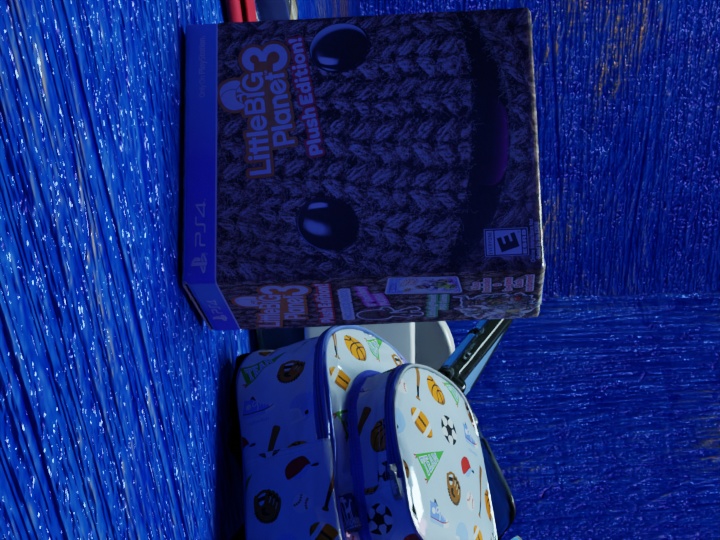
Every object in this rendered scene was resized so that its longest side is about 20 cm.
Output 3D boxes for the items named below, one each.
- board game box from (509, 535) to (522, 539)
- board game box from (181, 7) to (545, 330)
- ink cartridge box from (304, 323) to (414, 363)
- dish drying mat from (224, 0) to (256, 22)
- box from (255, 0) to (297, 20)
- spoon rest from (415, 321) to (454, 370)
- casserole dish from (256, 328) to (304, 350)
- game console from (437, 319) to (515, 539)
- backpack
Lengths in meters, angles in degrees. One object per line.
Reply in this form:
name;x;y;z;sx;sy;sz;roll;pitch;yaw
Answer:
board game box;0.049;0.323;1.208;0.200;0.056;0.196;-26;145;-42
board game box;0.003;-0.057;0.930;0.097;0.199;0.160;77;11;-72
ink cartridge box;0.000;0.000;1.262;0.200;0.084;0.146;-86;174;-72
dish drying mat;-0.086;-0.217;1.110;0.200;0.018;0.077;84;3;-50
box;-0.072;-0.271;1.324;0.121;0.032;0.201;77;12;-77
spoon rest;0.027;0.106;1.461;0.061;0.099;0.200;-28;149;-44
casserole dish;-0.061;-0.015;1.286;0.121;0.039;0.200;85;3;-54
game console;0.099;0.144;1.318;0.171;0.118;0.200;-47;169;-32
backpack;-0.004;0.132;1.052;0.200;0.154;0.191;37;33;-62
